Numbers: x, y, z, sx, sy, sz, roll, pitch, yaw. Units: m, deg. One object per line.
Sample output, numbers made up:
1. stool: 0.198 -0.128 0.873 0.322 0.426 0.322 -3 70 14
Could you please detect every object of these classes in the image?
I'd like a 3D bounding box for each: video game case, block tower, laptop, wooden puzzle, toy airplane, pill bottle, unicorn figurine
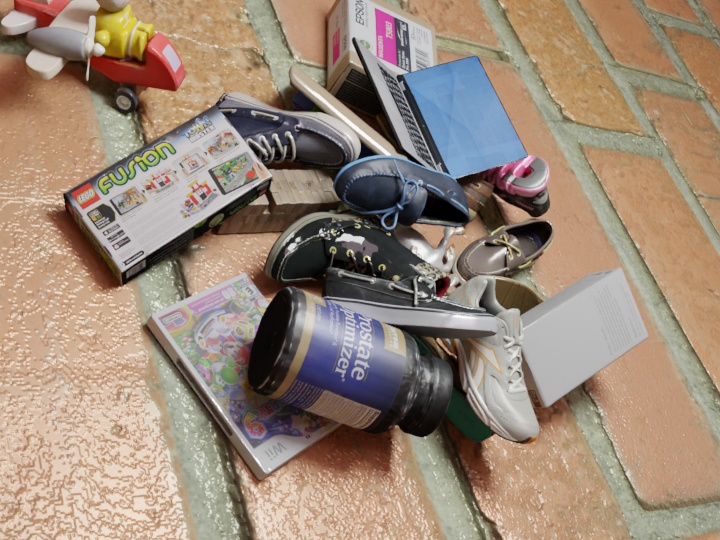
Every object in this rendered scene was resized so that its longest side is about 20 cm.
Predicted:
1. video game case: -0.114 0.104 1.022 0.201 0.018 0.142 51 41 12
2. block tower: -0.119 -0.082 1.157 0.197 0.058 0.055 -5 57 -38
3. laptop: 0.107 -0.229 1.302 0.199 0.115 0.190 28 35 -57
4. wooden puzzle: -0.027 -0.189 1.284 0.184 0.047 0.200 38 5 -6
5. toy airplane: -0.312 -0.295 1.129 0.196 0.142 0.202 -6 59 -40
6. pill bottle: -0.008 0.102 1.006 0.197 0.112 0.113 22 43 -21
7. unicorn figurine: 0.079 -0.029 1.260 0.199 0.075 0.137 35 47 17

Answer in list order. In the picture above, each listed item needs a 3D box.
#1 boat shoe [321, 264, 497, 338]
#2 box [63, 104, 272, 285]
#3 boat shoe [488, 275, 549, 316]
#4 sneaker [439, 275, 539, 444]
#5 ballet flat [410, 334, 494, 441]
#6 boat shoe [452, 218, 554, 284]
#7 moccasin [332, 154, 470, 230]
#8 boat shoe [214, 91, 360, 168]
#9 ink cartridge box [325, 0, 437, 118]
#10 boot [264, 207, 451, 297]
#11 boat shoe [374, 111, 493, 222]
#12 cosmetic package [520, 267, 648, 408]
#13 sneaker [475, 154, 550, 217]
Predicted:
1. boat shoe: 0.054 0.032 1.065 0.195 0.074 0.070 6 78 8
2. box: -0.204 -0.085 1.047 0.199 0.035 0.111 -35 77 -24
3. boat shoe: 0.218 0.056 1.293 0.197 0.073 0.065 19 5 -23
4. sneaker: 0.154 0.094 1.094 0.075 0.092 0.202 7 49 -51
5. ballet flat: 0.090 0.113 1.138 0.199 0.068 0.072 41 32 -3
6. boat shoe: 0.201 -0.027 1.349 0.198 0.060 0.072 -19 67 -46
7. moccasin: 0.061 -0.093 1.188 0.197 0.081 0.069 0 46 -34
8. boat shoe: -0.104 -0.151 1.188 0.196 0.076 0.093 16 43 16
9. ink cartridge box: 0.034 -0.319 1.470 0.162 0.075 0.203 21 45 -24
10. boot: 0.001 -0.001 1.133 0.153 0.074 0.202 37 33 25
11. boat shoe: 0.105 -0.160 1.373 0.200 0.068 0.072 45 13 2
12. cosmetic package: 0.262 0.084 1.227 0.198 0.074 0.103 -26 94 -28
13. sneaker: 0.201 -0.137 1.424 0.199 0.079 0.096 38 -12 42
